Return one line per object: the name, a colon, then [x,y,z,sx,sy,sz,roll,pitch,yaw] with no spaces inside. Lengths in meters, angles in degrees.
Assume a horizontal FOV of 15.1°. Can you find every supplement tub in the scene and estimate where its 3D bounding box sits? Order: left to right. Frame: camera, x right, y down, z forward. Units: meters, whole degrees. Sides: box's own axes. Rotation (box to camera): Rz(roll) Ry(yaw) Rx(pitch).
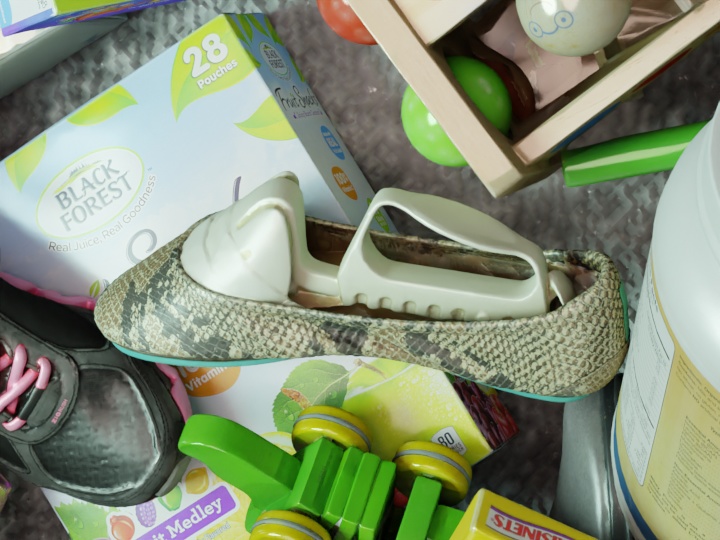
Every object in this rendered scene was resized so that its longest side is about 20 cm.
supplement tub: [0.165,0.023,0.922,0.144,0.200,0.145,1,56,-2]

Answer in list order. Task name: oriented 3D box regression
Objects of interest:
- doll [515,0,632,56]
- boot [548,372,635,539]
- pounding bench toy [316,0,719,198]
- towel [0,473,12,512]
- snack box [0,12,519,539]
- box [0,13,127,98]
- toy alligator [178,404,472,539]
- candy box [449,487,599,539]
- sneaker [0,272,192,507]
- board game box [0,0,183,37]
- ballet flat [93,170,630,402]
doll: [0.031,-0.161,0.907,0.136,0.048,0.200,-24,104,35]
boot: [0.047,0.137,1.057,0.131,0.070,0.201,3,96,13]
pounding bench toy: [0.092,-0.086,0.999,0.156,0.124,0.200,-38,86,14]
towel: [-0.232,0.055,1.094,0.200,0.144,0.023,39,58,5]
snack box: [-0.062,0.025,1.075,0.168,0.068,0.200,-33,86,14]
box: [-0.185,-0.164,1.081,0.095,0.078,0.200,-30,88,13]
toy alligator: [0.025,0.103,1.009,0.199,0.054,0.059,20,59,0]
candy box: [0.050,0.167,0.993,0.102,0.026,0.200,25,131,-2]
sneaker: [-0.154,0.025,1.016,0.200,0.095,0.079,36,104,8]
board game box: [-0.093,-0.200,1.030,0.045,0.134,0.201,-11,94,55]
ballet flat: [0.000,0.000,0.988,0.199,0.068,0.076,7,132,8]
